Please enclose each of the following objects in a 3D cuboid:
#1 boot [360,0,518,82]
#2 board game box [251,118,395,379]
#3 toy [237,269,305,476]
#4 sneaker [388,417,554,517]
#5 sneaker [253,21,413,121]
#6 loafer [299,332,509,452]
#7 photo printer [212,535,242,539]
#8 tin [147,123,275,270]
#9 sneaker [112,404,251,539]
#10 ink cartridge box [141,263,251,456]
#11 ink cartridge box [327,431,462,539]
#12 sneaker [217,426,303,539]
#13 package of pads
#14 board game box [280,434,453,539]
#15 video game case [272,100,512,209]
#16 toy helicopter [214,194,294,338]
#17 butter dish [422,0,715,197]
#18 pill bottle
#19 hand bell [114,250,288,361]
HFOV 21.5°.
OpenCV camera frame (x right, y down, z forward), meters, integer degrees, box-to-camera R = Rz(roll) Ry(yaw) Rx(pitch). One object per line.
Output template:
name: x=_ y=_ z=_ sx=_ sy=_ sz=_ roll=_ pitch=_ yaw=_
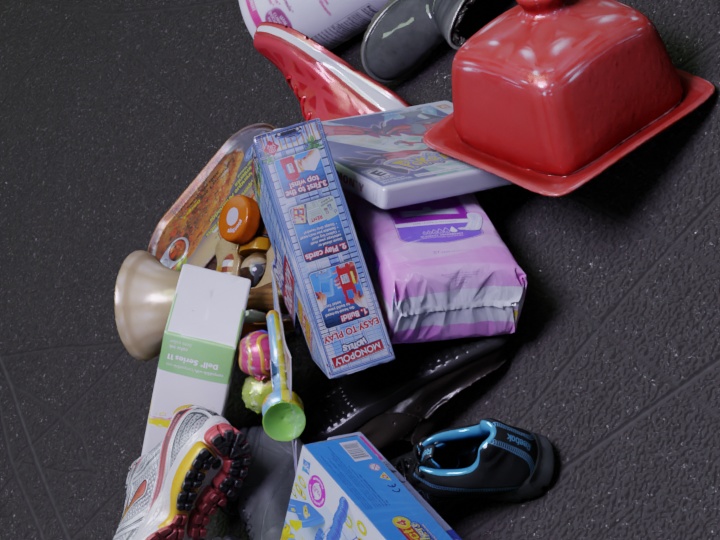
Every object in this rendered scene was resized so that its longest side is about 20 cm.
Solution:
boot: x=0.080 y=-0.226 z=1.760 sx=0.182 sy=0.072 sz=0.200 roll=-46 pitch=21 yaw=10
board game box: x=-0.034 y=0.008 z=1.595 sx=0.061 sy=0.200 sz=0.202 roll=-16 pitch=71 yaw=-9
toy: x=-0.081 y=0.089 z=1.628 sx=0.047 sy=0.116 sz=0.200 roll=-6 pitch=21 yaw=-8
sneaker: x=0.059 y=0.162 z=1.552 sx=0.199 sy=0.082 sz=0.074 roll=-24 pitch=51 yaw=33
sneaker: x=-0.048 y=-0.156 z=1.846 sx=0.199 sy=0.078 sz=0.116 roll=33 pitch=92 yaw=29
loafer: x=0.044 y=0.107 z=1.621 sx=0.199 sy=0.072 sz=0.073 roll=-30 pitch=30 yaw=5
photo printer: x=-0.151 y=0.351 z=1.636 sx=0.200 sy=0.069 sz=0.167 roll=-43 pitch=41 yaw=14
tin: x=-0.139 y=-0.059 z=1.932 sx=0.200 sy=0.042 sz=0.112 roll=-49 pitch=36 yaw=7
sneaker: x=-0.168 y=0.206 z=1.627 sx=0.082 sy=0.078 sz=0.201 roll=40 pitch=100 yaw=46
ink cartridge box: x=-0.152 y=0.112 z=1.704 sx=0.118 sy=0.067 sz=0.202 roll=-83 pitch=5 yaw=-59
ink cartridge box: x=0.026 y=0.233 z=1.514 sx=0.200 sy=0.042 sz=0.120 roll=41 pitch=129 yaw=43
sneaker: x=-0.091 y=0.219 z=1.642 sx=0.098 sy=0.071 sz=0.202 roll=1 pitch=53 yaw=10
package of pads: x=0.056 y=-0.017 z=1.625 sx=0.200 sy=0.119 sz=0.076 roll=-116 pitch=28 yaw=-56
board game box: x=0.007 y=0.266 z=1.462 sx=0.200 sy=0.055 sz=0.198 roll=43 pitch=129 yaw=44
video game case: x=0.050 y=-0.106 z=1.681 sx=0.182 sy=0.198 sz=0.023 roll=30 pitch=125 yaw=50
toy helicopter: x=-0.125 y=0.031 z=1.847 sx=0.200 sy=0.078 sz=0.133 roll=-43 pitch=49 yaw=30
butter dish: x=0.164 y=-0.178 z=1.597 sx=0.199 sy=0.149 sz=0.199 roll=-32 pitch=35 yaw=-24
pill bottle: x=-0.017 y=-0.297 z=1.917 sx=0.199 sy=0.113 sz=0.114 roll=-27 pitch=47 yaw=28
hand bell: x=-0.116 y=0.028 z=1.756 sx=0.198 sy=0.104 sz=0.105 roll=-3 pitch=60 yaw=23
